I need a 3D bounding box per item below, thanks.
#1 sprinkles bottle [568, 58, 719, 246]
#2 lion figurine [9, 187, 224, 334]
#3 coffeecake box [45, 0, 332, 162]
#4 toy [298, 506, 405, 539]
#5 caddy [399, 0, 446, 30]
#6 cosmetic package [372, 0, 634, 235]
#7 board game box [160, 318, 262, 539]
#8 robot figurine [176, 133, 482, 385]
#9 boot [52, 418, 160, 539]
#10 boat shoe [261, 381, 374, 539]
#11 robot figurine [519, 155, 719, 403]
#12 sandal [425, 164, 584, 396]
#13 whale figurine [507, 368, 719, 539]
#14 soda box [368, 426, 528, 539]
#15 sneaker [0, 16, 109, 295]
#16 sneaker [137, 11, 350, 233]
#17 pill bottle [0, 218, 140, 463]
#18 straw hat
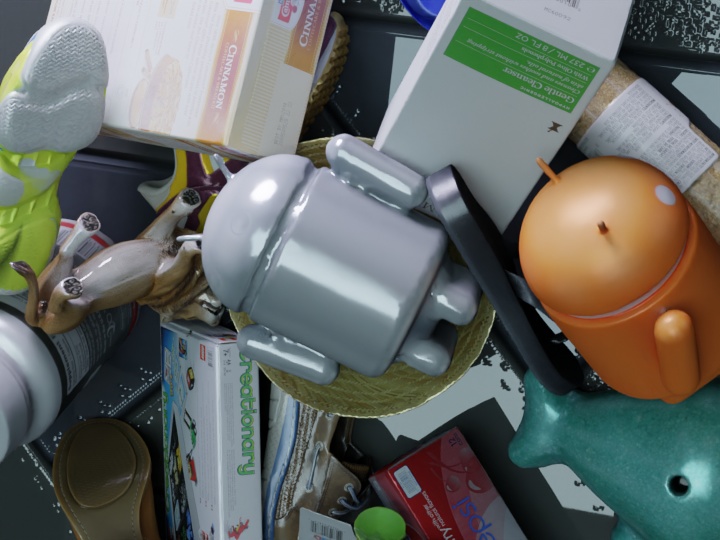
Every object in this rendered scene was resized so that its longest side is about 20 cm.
[{"bbox_3d":[0.206,-0.074,1.429,0.200,0.068,0.068,43,107,8],"label":"sprinkles bottle"},{"bbox_3d":[-0.172,0.007,1.463,0.122,0.200,0.073,-46,61,48],"label":"lion figurine"},{"bbox_3d":[-0.125,-0.164,1.467,0.200,0.073,0.154,12,87,38],"label":"coffeecake box"},{"bbox_3d":[0.014,0.236,1.517,0.115,0.047,0.200,17,141,13],"label":"toy"},{"bbox_3d":[0.095,-0.247,1.424,0.141,0.105,0.200,13,102,-9],"label":"caddy"},{"bbox_3d":[0.087,-0.120,1.363,0.108,0.085,0.200,23,140,-4],"label":"cosmetic package"},{"bbox_3d":[-0.109,0.140,1.533,0.035,0.126,0.200,-4,99,-23],"label":"board game box"},{"bbox_3d":[-0.020,-0.004,1.391,0.200,0.113,0.170,27,106,-1],"label":"robot figurine"},{"bbox_3d":[-0.174,0.222,1.584,0.077,0.200,0.155,-18,136,-15],"label":"boot"},{"bbox_3d":[-0.030,0.148,1.532,0.072,0.072,0.200,5,99,16],"label":"boat shoe"},{"bbox_3d":[0.176,0.006,1.347,0.117,0.200,0.144,-6,53,32],"label":"robot figurine"},{"bbox_3d":[0.107,0.010,1.388,0.043,0.076,0.200,-27,127,9],"label":"sandal"},{"bbox_3d":[0.194,0.127,1.443,0.200,0.104,0.159,17,103,18],"label":"whale figurine"},{"bbox_3d":[0.088,0.213,1.495,0.063,0.070,0.200,-30,86,-16],"label":"soda box"},{"bbox_3d":[-0.239,-0.089,1.455,0.105,0.076,0.200,37,109,54],"label":"sneaker"},{"bbox_3d":[-0.086,-0.112,1.512,0.090,0.075,0.200,34,105,5],"label":"sneaker"},{"bbox_3d":[-0.247,0.055,1.508,0.114,0.200,0.114,10,122,17],"label":"pill bottle"},{"bbox_3d":[0.000,0.000,1.491,0.201,0.085,0.201,0,94,1],"label":"straw hat"}]
